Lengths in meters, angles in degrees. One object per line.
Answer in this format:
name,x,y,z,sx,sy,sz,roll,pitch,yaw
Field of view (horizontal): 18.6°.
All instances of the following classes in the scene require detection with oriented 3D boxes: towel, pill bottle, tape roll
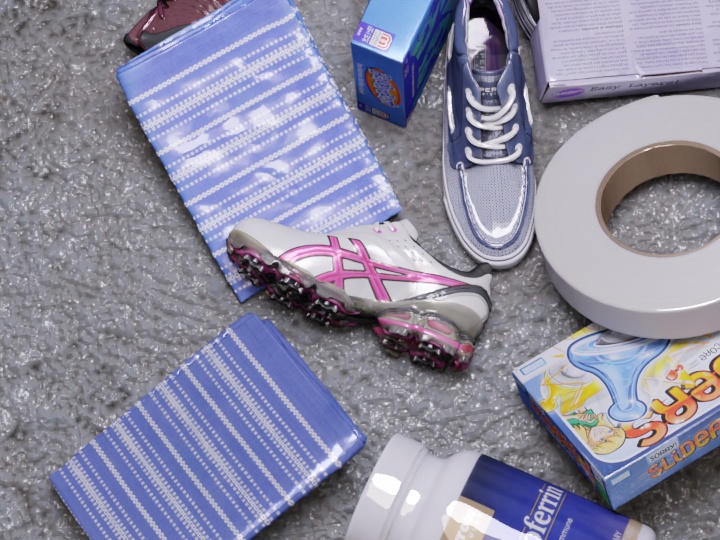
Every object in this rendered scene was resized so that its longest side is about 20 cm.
towel,-0.110,0.137,1.584,0.200,0.024,0.145,-39,60,-6
pill bottle,0.096,0.195,1.537,0.200,0.116,0.116,23,78,8
towel,-0.075,-0.097,1.631,0.145,0.024,0.200,-29,96,-2
tape roll,0.226,-0.042,1.589,0.203,0.037,0.203,-9,52,11

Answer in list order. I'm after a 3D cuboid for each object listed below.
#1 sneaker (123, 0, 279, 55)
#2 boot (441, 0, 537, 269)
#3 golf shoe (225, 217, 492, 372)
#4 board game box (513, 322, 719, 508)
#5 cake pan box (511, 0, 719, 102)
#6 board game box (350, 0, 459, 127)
sneaker,-0.141,-0.223,1.673,0.115,0.076,0.200,-28,77,-1
boot,0.092,-0.106,1.624,0.073,0.090,0.200,-7,76,1
golf shoe,0.000,0.000,1.614,0.200,0.073,0.092,23,71,-4
board game box,0.227,0.069,1.561,0.200,0.034,0.135,-31,42,-8
cake pan box,0.214,-0.225,1.660,0.200,0.052,0.184,-7,74,-6
board game box,0.054,-0.222,1.624,0.045,0.152,0.200,22,79,7
